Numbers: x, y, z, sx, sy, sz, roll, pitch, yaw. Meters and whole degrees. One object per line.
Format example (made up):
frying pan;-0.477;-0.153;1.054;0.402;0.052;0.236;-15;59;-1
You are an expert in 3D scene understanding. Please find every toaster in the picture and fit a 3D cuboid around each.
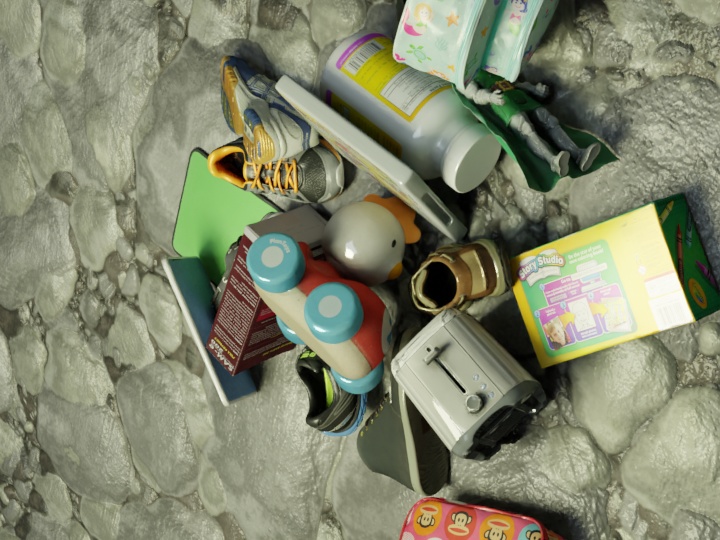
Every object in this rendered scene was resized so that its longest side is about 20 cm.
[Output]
toaster;0.116;0.120;1.426;0.114;0.200;0.129;-43;72;7

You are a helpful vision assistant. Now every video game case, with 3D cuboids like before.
video game case;0.013;-0.118;1.458;0.200;0.182;0.023;40;90;29

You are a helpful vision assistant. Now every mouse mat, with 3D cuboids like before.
mouse mat;-0.172;-0.047;1.763;0.199;0.007;0.162;36;125;30

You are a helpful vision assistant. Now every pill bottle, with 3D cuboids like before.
pill bottle;0.055;-0.167;1.442;0.200;0.104;0.105;40;126;28

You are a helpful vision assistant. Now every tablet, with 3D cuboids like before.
tablet;-0.194;0.075;1.739;0.014;0.130;0.202;-24;86;12

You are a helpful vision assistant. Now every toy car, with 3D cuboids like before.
toy car;0.000;0.000;1.502;0.177;0.200;0.185;40;168;24

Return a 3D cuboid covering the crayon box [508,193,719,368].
crayon box;0.246;0.013;1.342;0.199;0.058;0.120;-22;86;45

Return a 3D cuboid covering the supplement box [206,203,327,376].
supplement box;-0.109;0.025;1.642;0.061;0.108;0.201;42;131;25

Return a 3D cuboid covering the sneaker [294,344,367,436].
sneaker;-0.034;0.094;1.603;0.070;0.082;0.202;-10;75;47

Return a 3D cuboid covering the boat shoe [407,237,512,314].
boat shoe;0.089;0.010;1.447;0.200;0.073;0.076;-31;76;67

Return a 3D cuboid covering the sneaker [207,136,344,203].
sneaker;-0.101;-0.119;1.625;0.198;0.077;0.079;10;107;40

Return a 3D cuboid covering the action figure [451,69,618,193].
action figure;0.155;-0.162;1.358;0.200;0.117;0.055;47;138;36

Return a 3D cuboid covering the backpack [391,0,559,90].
backpack;0.113;-0.267;1.294;0.149;0.200;0.179;27;120;12

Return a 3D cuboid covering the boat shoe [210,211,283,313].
boat shoe;-0.143;-0.007;1.701;0.066;0.070;0.201;45;136;22

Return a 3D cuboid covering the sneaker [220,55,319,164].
sneaker;-0.111;-0.194;1.622;0.201;0.087;0.076;-120;26;-44

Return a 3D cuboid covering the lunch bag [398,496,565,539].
lunch bag;0.122;0.351;1.490;0.199;0.082;0.178;4;68;43

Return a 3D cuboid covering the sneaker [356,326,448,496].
sneaker;0.038;0.159;1.573;0.105;0.074;0.203;9;109;42
